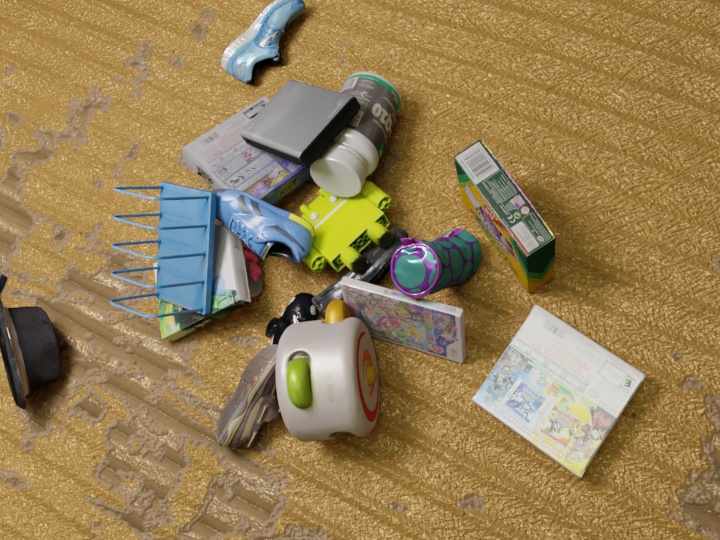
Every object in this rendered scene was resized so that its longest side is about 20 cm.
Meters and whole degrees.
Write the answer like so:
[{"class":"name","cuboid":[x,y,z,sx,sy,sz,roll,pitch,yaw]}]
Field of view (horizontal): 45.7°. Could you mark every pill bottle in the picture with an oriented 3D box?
[{"class":"pill bottle","cuboid":[-0.009,-0.232,1.463,0.111,0.114,0.202,12,59,17]}]

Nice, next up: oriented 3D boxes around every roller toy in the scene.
[{"class":"roller toy","cuboid":[-0.042,0.167,1.329,0.137,0.184,0.201,-7,36,13]}]

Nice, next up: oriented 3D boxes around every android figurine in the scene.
[{"class":"android figurine","cuboid":[-0.032,-0.077,1.450,0.182,0.041,0.200,-41,46,-5]}]

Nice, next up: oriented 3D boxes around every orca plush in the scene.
[{"class":"orca plush","cuboid":[-0.134,0.123,1.425,0.105,0.071,0.201,35,83,22]}]

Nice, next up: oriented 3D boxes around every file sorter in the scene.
[{"class":"file sorter","cuboid":[-0.329,-0.035,1.398,0.137,0.122,0.204,14,103,39]}]

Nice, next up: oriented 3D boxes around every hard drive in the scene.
[{"class":"hard drive","cuboid":[-0.103,-0.251,1.438,0.140,0.033,0.199,-49,40,-12]}]

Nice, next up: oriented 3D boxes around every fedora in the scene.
[{"class":"fedora","cuboid":[-0.584,0.137,1.508,0.090,0.201,0.203,-14,65,-26]}]

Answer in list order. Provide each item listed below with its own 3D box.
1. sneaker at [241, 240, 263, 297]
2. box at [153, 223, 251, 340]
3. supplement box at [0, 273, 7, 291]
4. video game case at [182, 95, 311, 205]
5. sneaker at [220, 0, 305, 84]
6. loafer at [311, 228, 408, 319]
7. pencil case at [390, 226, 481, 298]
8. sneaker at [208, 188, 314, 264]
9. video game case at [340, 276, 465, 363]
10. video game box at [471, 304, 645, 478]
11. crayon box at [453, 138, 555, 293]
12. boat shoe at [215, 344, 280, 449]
[{"class":"sneaker","cuboid":[-0.230,-0.043,1.511,0.094,0.079,0.203,-16,66,24]},{"class":"box","cuboid":[-0.277,0.021,1.474,0.198,0.036,0.147,-27,65,33]},{"class":"supplement box","cuboid":[-0.789,0.054,1.544,0.132,0.200,0.203,16,76,18]},{"class":"video game case","cuboid":[-0.184,-0.203,1.522,0.181,0.046,0.199,40,62,22]},{"class":"sneaker","cuboid":[-0.172,-0.435,1.631,0.090,0.078,0.200,43,89,3]},{"class":"loafer","cuboid":[0.000,0.000,1.432,0.070,0.068,0.201,43,90,8]},{"class":"pencil case","cuboid":[0.121,-0.015,1.339,0.084,0.199,0.094,-5,96,27]},{"class":"sneaker","cuboid":[-0.175,-0.070,1.399,0.197,0.066,0.079,22,57,3]},{"class":"video game case","cuboid":[0.069,0.079,1.351,0.197,0.144,0.018,15,58,18]},{"class":"video game box","cuboid":[0.302,0.184,1.310,0.199,0.047,0.183,34,81,22]},{"class":"crayon box","cuboid":[0.228,-0.082,1.347,0.058,0.173,0.201,-31,67,-2]},{"class":"boat shoe","cuboid":[-0.164,0.208,1.388,0.201,0.073,0.075,-56,25,19]}]
